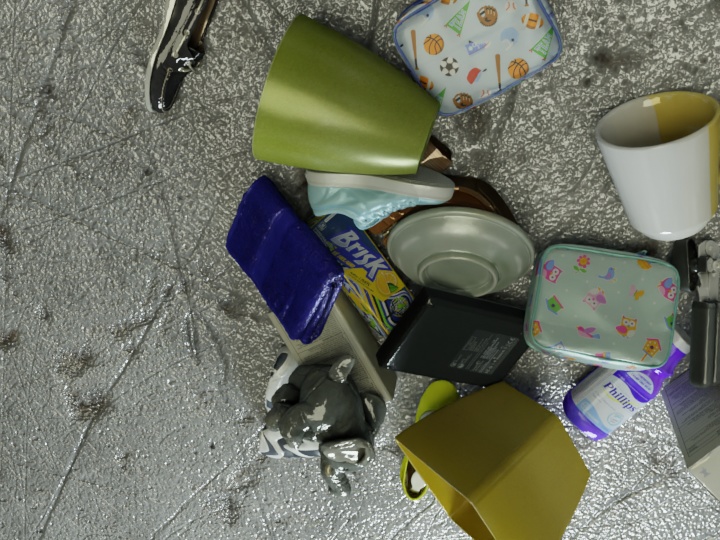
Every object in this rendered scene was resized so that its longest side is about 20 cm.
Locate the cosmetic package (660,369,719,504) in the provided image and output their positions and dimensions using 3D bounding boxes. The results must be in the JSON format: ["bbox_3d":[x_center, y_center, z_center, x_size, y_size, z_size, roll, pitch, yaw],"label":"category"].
[{"bbox_3d":[0.487,0.212,1.342,0.103,0.200,0.087,-40,103,21],"label":"cosmetic package"}]

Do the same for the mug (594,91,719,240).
[{"bbox_3d":[0.401,-0.126,1.242,0.185,0.150,0.154,-10,120,19],"label":"mug"}]

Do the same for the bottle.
[{"bbox_3d":[0.381,0.154,1.405,0.083,0.065,0.200,40,113,-12],"label":"bottle"}]

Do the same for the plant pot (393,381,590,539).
[{"bbox_3d":[0.201,0.279,1.396,0.176,0.200,0.200,-40,122,-12],"label":"plant pot"}]

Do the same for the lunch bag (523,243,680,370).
[{"bbox_3d":[0.326,0.046,1.335,0.198,0.077,0.162,10,80,1],"label":"lunch bag"}]

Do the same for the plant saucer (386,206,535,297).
[{"bbox_3d":[0.132,-0.009,1.323,0.199,0.051,0.201,7,150,4],"label":"plant saucer"}]

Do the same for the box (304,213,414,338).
[{"bbox_3d":[0.000,0.000,1.381,0.064,0.070,0.200,-41,106,-13],"label":"box"}]

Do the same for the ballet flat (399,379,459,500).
[{"bbox_3d":[0.104,0.262,1.492,0.066,0.067,0.201,17,115,1],"label":"ballet flat"}]

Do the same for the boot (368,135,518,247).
[{"bbox_3d":[0.106,-0.066,1.343,0.200,0.077,0.155,40,114,-10],"label":"boot"}]

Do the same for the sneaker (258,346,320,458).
[{"bbox_3d":[-0.078,0.207,1.488,0.129,0.080,0.200,11,115,1],"label":"sneaker"}]

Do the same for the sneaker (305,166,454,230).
[{"bbox_3d":[0.026,-0.094,1.291,0.199,0.074,0.083,8,117,20],"label":"sneaker"}]

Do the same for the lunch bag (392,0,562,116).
[{"bbox_3d":[0.148,-0.299,1.237,0.199,0.076,0.161,-27,105,19],"label":"lunch bag"}]

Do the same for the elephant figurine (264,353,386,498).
[{"bbox_3d":[-0.024,0.226,1.398,0.200,0.155,0.142,44,71,-22],"label":"elephant figurine"}]

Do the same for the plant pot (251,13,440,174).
[{"bbox_3d":[-0.009,-0.195,1.235,0.199,0.187,0.188,20,115,3],"label":"plant pot"}]

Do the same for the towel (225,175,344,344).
[{"bbox_3d":[-0.109,-0.012,1.342,0.200,0.049,0.148,48,135,28],"label":"towel"}]

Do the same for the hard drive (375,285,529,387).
[{"bbox_3d":[0.139,0.097,1.376,0.199,0.033,0.140,13,127,-29],"label":"hard drive"}]

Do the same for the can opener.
[{"bbox_3d":[0.459,0.056,1.336,0.066,0.052,0.202,-3,88,49],"label":"can opener"}]

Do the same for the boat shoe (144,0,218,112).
[{"bbox_3d":[-0.230,-0.296,1.296,0.060,0.074,0.201,21,107,4],"label":"boat shoe"}]

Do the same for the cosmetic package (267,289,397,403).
[{"bbox_3d":[-0.038,0.111,1.443,0.103,0.073,0.201,-23,109,18],"label":"cosmetic package"}]
